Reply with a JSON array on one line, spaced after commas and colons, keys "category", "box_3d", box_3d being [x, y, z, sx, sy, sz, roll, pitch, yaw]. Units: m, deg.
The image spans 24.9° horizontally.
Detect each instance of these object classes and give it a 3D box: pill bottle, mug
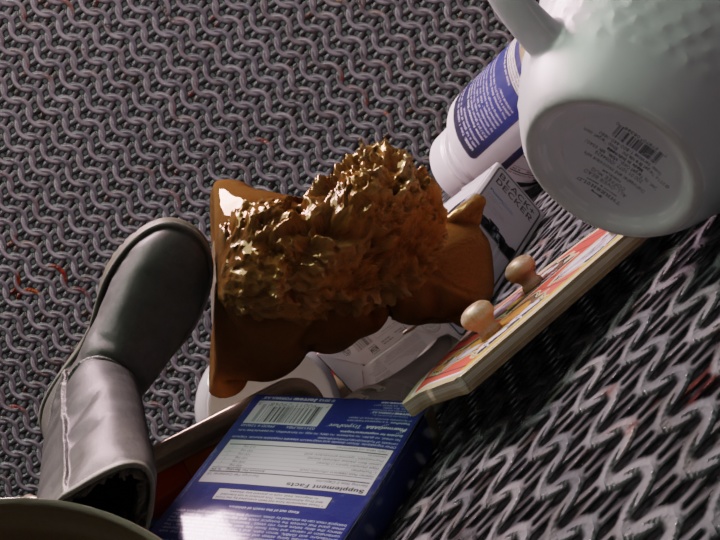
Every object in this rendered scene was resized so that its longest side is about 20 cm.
[{"category": "pill bottle", "box_3d": [-0.074, 0.109, 1.286, 0.114, 0.114, 0.200, -48, 0, -7]}, {"category": "mug", "box_3d": [0.136, -0.124, 0.801, 0.148, 0.200, 0.176, -33, 20, 54]}, {"category": "pill bottle", "box_3d": [0.147, -0.139, 1.472, 0.111, 0.111, 0.200, -50, 5, -40]}]

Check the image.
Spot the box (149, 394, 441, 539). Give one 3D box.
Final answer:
[{"category": "box", "box_3d": [-0.047, 0.137, 0.910, 0.121, 0.032, 0.200, 1, 29, 26]}]

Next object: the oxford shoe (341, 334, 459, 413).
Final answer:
[{"category": "oxford shoe", "box_3d": [0.003, 0.101, 1.042, 0.200, 0.058, 0.075, -48, 1, -36]}]

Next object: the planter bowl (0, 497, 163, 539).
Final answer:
[{"category": "planter bowl", "box_3d": [-0.122, 0.202, 0.604, 0.200, 0.200, 0.135, -49, -23, -20]}]

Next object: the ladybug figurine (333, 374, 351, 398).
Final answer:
[{"category": "ladybug figurine", "box_3d": [0.000, 0.053, 1.424, 0.136, 0.072, 0.200, -49, 4, -29]}]

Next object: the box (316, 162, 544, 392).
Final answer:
[{"category": "box", "box_3d": [0.058, 0.008, 1.272, 0.117, 0.060, 0.200, -38, 9, 37]}]

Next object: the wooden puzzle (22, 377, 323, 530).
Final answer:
[{"category": "wooden puzzle", "box_3d": [-0.112, 0.152, 1.094, 0.199, 0.037, 0.185, -22, -24, -9]}]

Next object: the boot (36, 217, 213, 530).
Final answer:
[{"category": "boot", "box_3d": [-0.137, 0.073, 0.934, 0.182, 0.072, 0.200, -63, 10, 11]}]

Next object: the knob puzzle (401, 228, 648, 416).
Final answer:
[{"category": "knob puzzle", "box_3d": [0.095, 0.010, 0.940, 0.220, 0.030, 0.220, -40, 0, 0]}]

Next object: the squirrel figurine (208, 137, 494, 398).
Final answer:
[{"category": "squirrel figurine", "box_3d": [0.000, 0.000, 1.038, 0.200, 0.186, 0.142, 120, 150, -75]}]
